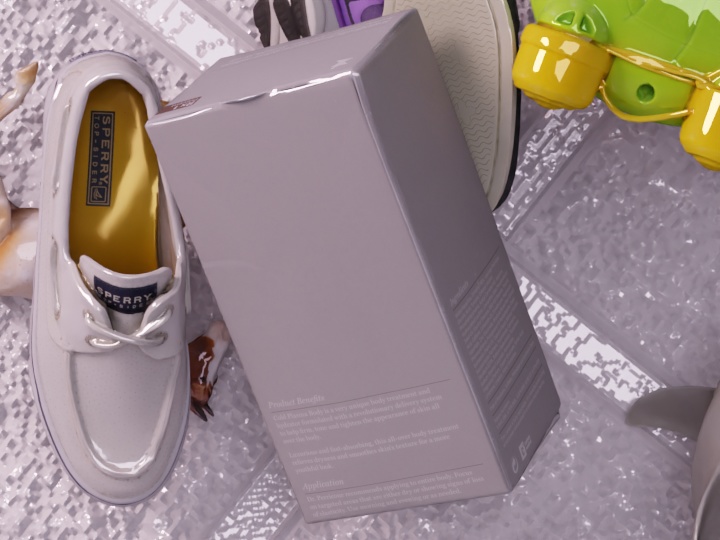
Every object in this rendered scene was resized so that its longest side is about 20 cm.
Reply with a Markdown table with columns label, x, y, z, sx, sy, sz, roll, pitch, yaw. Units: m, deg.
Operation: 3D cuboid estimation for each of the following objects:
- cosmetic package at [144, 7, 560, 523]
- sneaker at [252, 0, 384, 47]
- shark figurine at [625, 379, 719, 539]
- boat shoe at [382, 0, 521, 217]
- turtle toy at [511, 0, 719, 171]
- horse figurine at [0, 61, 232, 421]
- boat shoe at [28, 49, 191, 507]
| label | x | y | z | sx | sy | sz | roll | pitch | yaw |
| --- | --- | --- | --- | --- | --- | --- | --- | --- | --- |
| cosmetic package | 0.000 | 0.000 | 1.009 | 0.107 | 0.090 | 0.200 | -9 | 109 | 26 |
| sneaker | 0.003 | -0.108 | 1.087 | 0.083 | 0.081 | 0.200 | -17 | 96 | -21 |
| shark figurine | 0.178 | 0.127 | 1.054 | 0.128 | 0.089 | 0.215 | -8 | 104 | 29 |
| boat shoe | 0.046 | -0.121 | 1.034 | 0.072 | 0.068 | 0.200 | -4 | 95 | 33 |
| turtle toy | 0.160 | -0.116 | 1.006 | 0.200 | 0.101 | 0.146 | 21 | 94 | 2 |
| horse figurine | -0.140 | -0.025 | 1.059 | 0.200 | 0.050 | 0.133 | 18 | 100 | -12 |
| boat shoe | -0.104 | 0.007 | 1.010 | 0.071 | 0.070 | 0.200 | 0 | 98 | -12 |
